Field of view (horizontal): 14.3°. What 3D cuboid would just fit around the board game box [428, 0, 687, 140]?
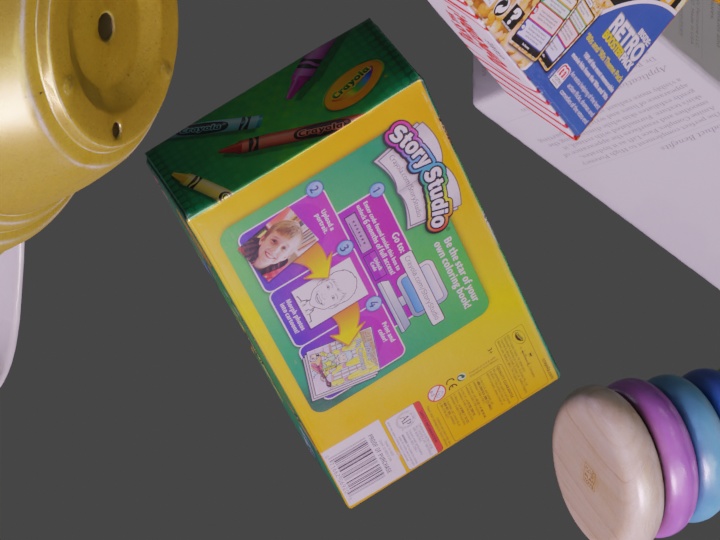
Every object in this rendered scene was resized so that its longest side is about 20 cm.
[{"bbox_3d":[0.107,-0.168,1.126,0.200,0.046,0.151,-51,147,-3],"label":"board game box"}]

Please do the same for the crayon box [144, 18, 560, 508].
[{"bbox_3d":[0.000,0.000,1.290,0.119,0.058,0.200,-31,130,-5],"label":"crayon box"}]

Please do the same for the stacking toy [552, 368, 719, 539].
[{"bbox_3d":[0.200,0.077,1.435,0.199,0.085,0.086,-14,127,-23],"label":"stacking toy"}]

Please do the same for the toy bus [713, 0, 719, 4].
[{"bbox_3d":[0.203,-0.185,1.126,0.078,0.065,0.200,17,103,-60],"label":"toy bus"}]

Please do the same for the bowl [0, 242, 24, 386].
[{"bbox_3d":[-0.211,-0.027,1.094,0.200,0.074,0.201,-20,114,-59],"label":"bowl"}]

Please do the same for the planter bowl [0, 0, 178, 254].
[{"bbox_3d":[-0.125,-0.092,1.073,0.200,0.083,0.201,-15,107,-62],"label":"planter bowl"}]

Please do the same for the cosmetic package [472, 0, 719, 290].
[{"bbox_3d":[0.150,-0.071,1.284,0.101,0.074,0.200,-19,143,36],"label":"cosmetic package"}]
